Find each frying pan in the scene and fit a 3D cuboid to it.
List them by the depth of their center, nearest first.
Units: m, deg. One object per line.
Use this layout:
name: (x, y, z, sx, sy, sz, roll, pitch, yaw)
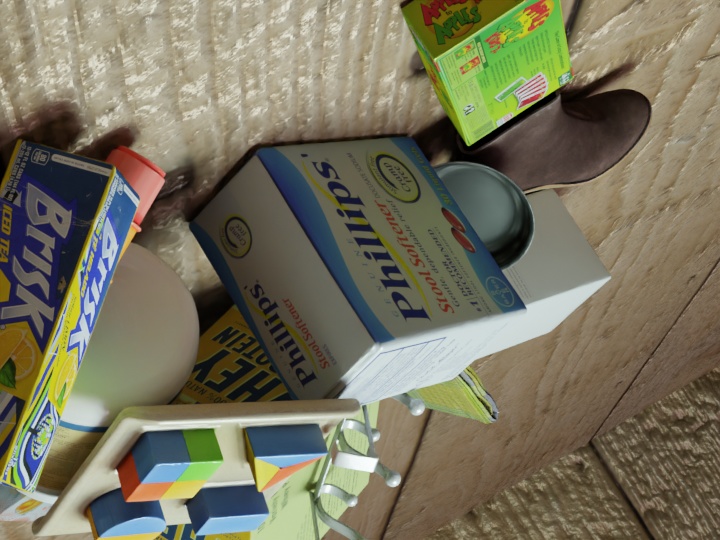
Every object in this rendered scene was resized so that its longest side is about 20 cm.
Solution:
frying pan: (0.077, -0.020, 1.396, 0.031, 0.115, 0.190, -69, -175, -51)

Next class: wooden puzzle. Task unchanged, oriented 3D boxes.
wooden puzzle: (-0.117, 0.152, 1.174, 0.185, 0.046, 0.200, 1, 149, -36)

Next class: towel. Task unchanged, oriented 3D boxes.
towel: (0.031, 0.092, 1.572, 0.023, 0.200, 0.144, -65, 146, -19)

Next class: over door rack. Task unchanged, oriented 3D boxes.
over door rack: (-0.002, 0.169, 1.294, 0.200, 0.066, 0.148, -73, -179, -69)

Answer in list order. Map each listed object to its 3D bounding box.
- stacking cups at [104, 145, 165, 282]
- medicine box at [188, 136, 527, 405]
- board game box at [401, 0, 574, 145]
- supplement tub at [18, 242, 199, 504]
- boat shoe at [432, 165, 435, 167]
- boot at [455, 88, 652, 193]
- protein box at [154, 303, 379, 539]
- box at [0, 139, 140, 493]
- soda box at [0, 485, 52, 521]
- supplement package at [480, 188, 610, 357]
stacking cups: (-0.189, 0.015, 1.058, 0.200, 0.060, 0.061, -57, 165, -7)
medicine box: (0.000, 0.000, 1.270, 0.200, 0.182, 0.103, -10, 152, -52)
board game box: (0.098, -0.167, 1.212, 0.101, 0.048, 0.200, -33, 163, 2)
supplement tub: (-0.205, 0.079, 1.195, 0.144, 0.145, 0.200, -23, 161, -28)
boat shoe: (0.026, -0.014, 1.463, 0.068, 0.075, 0.200, -12, 148, -35)
boot: (0.173, -0.122, 1.422, 0.200, 0.072, 0.166, -27, 165, -4)
protein box: (-0.093, 0.156, 1.429, 0.200, 0.135, 0.199, -46, 154, -39)
box: (-0.203, 0.027, 0.993, 0.064, 0.070, 0.201, 65, 42, -73)
soda box: (-0.281, 0.188, 1.504, 0.068, 0.064, 0.200, -35, 164, 9)
supplement package: (0.131, 0.010, 1.645, 0.200, 0.117, 0.117, -16, 156, -42)
